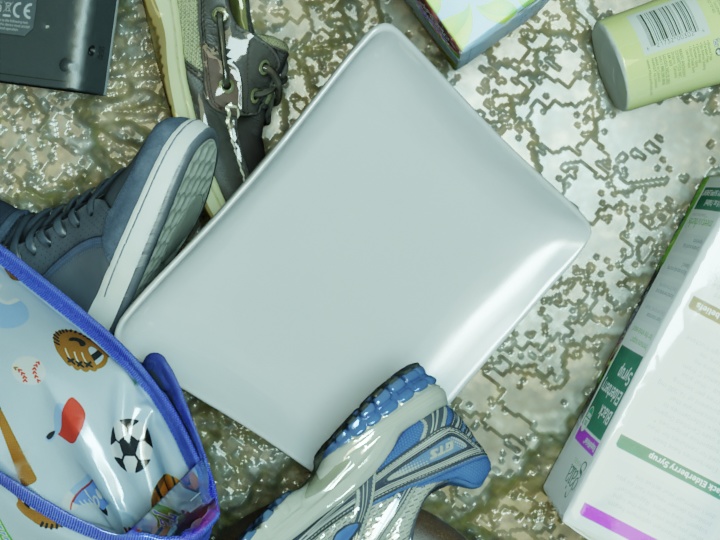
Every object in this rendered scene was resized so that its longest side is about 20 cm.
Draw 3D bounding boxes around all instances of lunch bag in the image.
[{"bbox_3d":[-0.160,0.100,0.713,0.200,0.124,0.170,37,137,13],"label":"lunch bag"}]

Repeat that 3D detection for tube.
[{"bbox_3d":[0.225,-0.138,0.808,0.200,0.052,0.058,-20,134,-2],"label":"tube"}]

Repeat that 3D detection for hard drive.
[{"bbox_3d":[-0.183,-0.198,0.786,0.139,0.033,0.200,10,94,23],"label":"hard drive"}]

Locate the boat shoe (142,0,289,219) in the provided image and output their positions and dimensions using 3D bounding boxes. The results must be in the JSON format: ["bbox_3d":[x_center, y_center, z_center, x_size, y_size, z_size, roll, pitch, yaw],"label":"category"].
[{"bbox_3d":[-0.069,-0.108,0.793,0.065,0.073,0.200,-16,93,6],"label":"boat shoe"}]

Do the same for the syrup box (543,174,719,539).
[{"bbox_3d":[0.178,0.055,0.798,0.081,0.079,0.200,28,93,-2],"label":"syrup box"}]

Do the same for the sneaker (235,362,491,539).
[{"bbox_3d":[-0.012,0.142,0.748,0.085,0.077,0.200,43,82,3],"label":"sneaker"}]

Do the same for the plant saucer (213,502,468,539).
[{"bbox_3d":[-0.010,0.213,0.787,0.200,0.032,0.200,0,79,0],"label":"plant saucer"}]

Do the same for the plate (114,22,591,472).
[{"bbox_3d":[0.000,0.000,0.779,0.200,0.032,0.200,-50,129,2],"label":"plate"}]

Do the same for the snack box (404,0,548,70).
[{"bbox_3d":[0.015,-0.198,0.741,0.068,0.169,0.200,-34,93,5],"label":"snack box"}]

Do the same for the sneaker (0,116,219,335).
[{"bbox_3d":[-0.166,-0.025,0.765,0.146,0.077,0.202,35,124,1],"label":"sneaker"}]
